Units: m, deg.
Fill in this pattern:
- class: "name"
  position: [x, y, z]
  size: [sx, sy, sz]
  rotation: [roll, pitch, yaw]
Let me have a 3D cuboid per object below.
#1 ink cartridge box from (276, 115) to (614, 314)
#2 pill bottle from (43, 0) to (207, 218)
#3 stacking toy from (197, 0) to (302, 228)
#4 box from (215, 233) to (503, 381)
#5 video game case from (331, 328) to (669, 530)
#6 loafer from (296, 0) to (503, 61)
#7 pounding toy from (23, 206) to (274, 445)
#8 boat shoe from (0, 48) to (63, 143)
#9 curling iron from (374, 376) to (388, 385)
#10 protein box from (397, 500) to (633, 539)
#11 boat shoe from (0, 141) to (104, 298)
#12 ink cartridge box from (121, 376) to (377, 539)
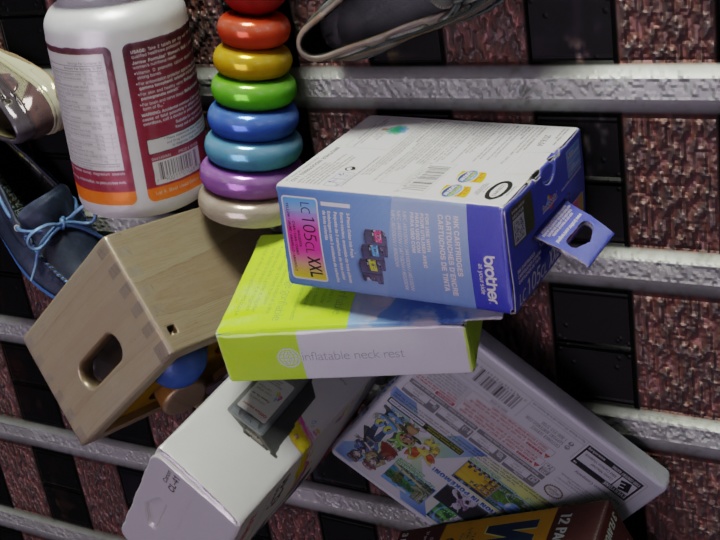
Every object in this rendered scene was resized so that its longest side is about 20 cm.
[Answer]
- class: "ink cartridge box"
  position: [0.063, -0.041, 0.765]
  size: [0.197, 0.136, 0.078]
  rotation: [6, 120, 31]
- class: "pill bottle"
  position: [-0.178, -0.151, 0.883]
  size: [0.108, 0.109, 0.203]
  rotation: [9, 118, 29]
- class: "stacking toy"
  position: [-0.080, -0.138, 0.849]
  size: [0.084, 0.085, 0.203]
  rotation: [14, 117, 26]
- class: "box"
  position: [0.010, 0.019, 0.816]
  size: [0.196, 0.123, 0.048]
  rotation: [-3, 124, 15]
- class: "video game case"
  position: [0.101, 0.145, 0.887]
  size: [0.199, 0.022, 0.183]
  rotation: [36, 130, -6]
- class: "loafer"
  position: [0.039, -0.183, 0.753]
  size: [0.198, 0.063, 0.073]
  rotation: [-25, 100, 39]
- class: "pounding toy"
  position: [-0.147, 0.062, 0.946]
  size: [0.200, 0.183, 0.143]
  rotation: [-42, 77, 40]
- class: "boat shoe"
  position: [-0.344, -0.165, 1.014]
  size: [0.198, 0.065, 0.073]
  rotation: [28, 128, 19]
- class: "curling iron"
  position: [0.000, 0.000, 0.903]
  size: [0.049, 0.025, 0.203]
  rotation: [24, 135, 52]
- class: "protein box"
  position: [0.131, 0.303, 0.880]
  size: [0.198, 0.136, 0.200]
  rotation: [-18, 116, 38]
- class: "boat shoe"
  position: [-0.285, -0.045, 1.025]
  size: [0.199, 0.084, 0.069]
  rotation: [41, 141, 5]
- class: "ink cartridge box"
  position: [-0.079, 0.133, 0.898]
  size: [0.085, 0.200, 0.148]
  rotation: [37, 140, 8]
